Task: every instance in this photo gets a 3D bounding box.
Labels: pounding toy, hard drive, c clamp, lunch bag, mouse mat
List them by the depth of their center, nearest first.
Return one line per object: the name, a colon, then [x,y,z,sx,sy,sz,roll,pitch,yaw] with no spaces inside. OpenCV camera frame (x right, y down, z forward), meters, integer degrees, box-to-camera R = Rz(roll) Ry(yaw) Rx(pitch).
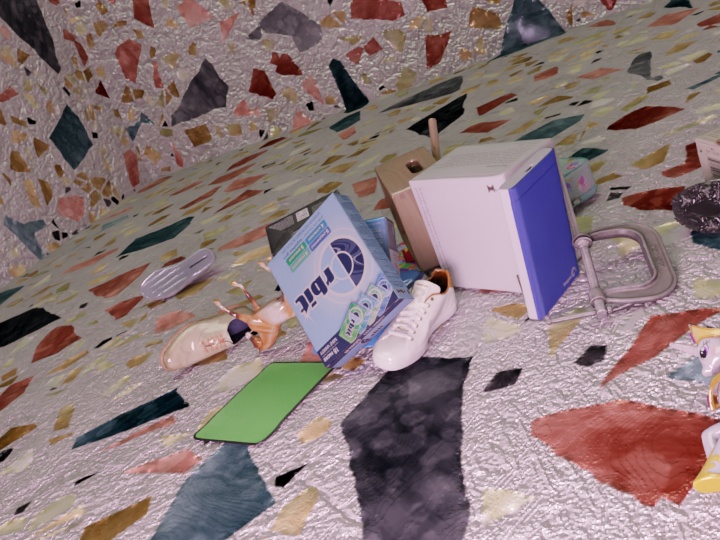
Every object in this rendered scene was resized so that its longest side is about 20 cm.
c clamp: [0.338,-0.005,1.090,0.171,0.027,0.200,-6,36,16]
hard drive: [0.252,-0.051,1.112,0.025,0.200,0.132,4,33,40]
mouse mat: [-0.145,0.198,1.219,0.161,0.008,0.200,-6,27,41]
pounding toy: [0.119,-0.140,1.422,0.142,0.184,0.200,-23,27,0]
lunch bag: [0.327,-0.148,1.460,0.160,0.077,0.200,-30,20,-19]

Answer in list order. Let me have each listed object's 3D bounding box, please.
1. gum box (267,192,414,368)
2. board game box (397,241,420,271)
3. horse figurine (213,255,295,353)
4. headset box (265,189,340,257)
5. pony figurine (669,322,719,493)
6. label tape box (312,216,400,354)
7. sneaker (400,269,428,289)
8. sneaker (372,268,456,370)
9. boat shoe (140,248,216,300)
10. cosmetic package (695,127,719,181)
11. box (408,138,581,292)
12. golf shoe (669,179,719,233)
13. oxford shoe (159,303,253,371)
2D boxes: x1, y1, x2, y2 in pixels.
gum box: [-0.035,0.015,1.196,0.170,0.200,0.045,-45,-28,27]
board game box: [0.120,-0.057,1.516,0.158,0.039,0.200,-26,19,-5]
horse figurine: [-0.146,0.050,1.336,0.200,0.133,0.050,-38,16,20]
headset box: [-0.057,-0.032,1.448,0.149,0.200,0.077,-25,49,9]
pony figurine: [0.375,0.100,0.702,0.193,0.167,0.200,-21,34,31]
label tape box: [-0.011,0.027,1.273,0.144,0.200,0.063,-8,-8,13]
sneaker: [0.000,0.000,1.351,0.200,0.147,0.081,-21,20,10]
sneaker: [0.075,0.064,1.177,0.073,0.085,0.200,13,38,29]
boat shoe: [-0.440,0.016,1.959,0.200,0.074,0.067,-27,-8,-6]
cosmetic package: [0.619,-0.186,1.188,0.200,0.103,0.087,-26,21,-1]
box: [0.212,-0.084,1.242,0.131,0.199,0.200,-36,24,-32]
golf shoe: [0.545,-0.100,1.120,0.200,0.078,0.094,-7,8,35]
oxford shoe: [-0.275,0.123,1.470,0.200,0.071,0.074,-35,25,-26]
